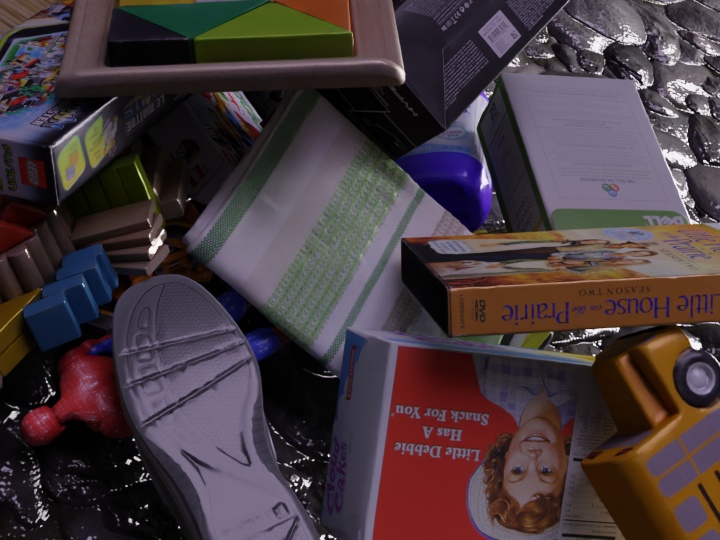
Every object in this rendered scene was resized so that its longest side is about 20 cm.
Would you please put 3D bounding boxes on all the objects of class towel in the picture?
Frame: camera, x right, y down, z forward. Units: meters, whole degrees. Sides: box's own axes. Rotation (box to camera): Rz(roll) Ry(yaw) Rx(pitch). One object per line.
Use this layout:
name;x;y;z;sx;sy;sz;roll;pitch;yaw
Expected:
towel;0.000;0.000;0.933;0.200;0.031;0.150;42;52;-13

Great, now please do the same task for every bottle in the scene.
bottle;0.057;-0.102;1.142;0.083;0.066;0.201;-7;38;13

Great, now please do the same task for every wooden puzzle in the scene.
wooden puzzle;-0.073;-0.150;0.882;0.183;0.038;0.201;-3;30;-2

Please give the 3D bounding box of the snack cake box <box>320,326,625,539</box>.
snack cake box;0.085;0.103;0.884;0.198;0.116;0.067;8;2;-23

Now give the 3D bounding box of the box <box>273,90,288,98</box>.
box;-0.037;-0.233;1.175;0.148;0.125;0.200;39;28;15

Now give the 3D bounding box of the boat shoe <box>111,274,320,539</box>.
boat shoe;-0.076;0.098;0.807;0.074;0.065;0.203;-20;69;-22

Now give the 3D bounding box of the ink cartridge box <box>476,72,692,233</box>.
ink cartridge box;0.152;-0.038;1.024;0.103;0.060;0.201;1;50;-19

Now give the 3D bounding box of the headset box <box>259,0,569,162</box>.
headset box;0.030;-0.135;1.018;0.075;0.200;0.149;47;65;-9

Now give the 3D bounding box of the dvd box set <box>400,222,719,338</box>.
dvd box set;0.131;0.003;0.870;0.198;0.030;0.146;-3;12;-7

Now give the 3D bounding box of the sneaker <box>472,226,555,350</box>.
sneaker;0.105;-0.008;1.065;0.084;0.075;0.201;26;38;0

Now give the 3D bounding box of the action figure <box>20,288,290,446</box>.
action figure;-0.106;0.055;0.878;0.199;0.052;0.066;-21;66;-42

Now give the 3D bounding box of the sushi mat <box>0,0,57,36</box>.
sushi mat;-0.187;-0.168;1.006;0.199;0.012;0.096;33;63;23

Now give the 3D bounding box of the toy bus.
toy bus;0.185;0.131;0.836;0.078;0.065;0.201;-33;92;-18

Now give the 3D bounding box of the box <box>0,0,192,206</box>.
box;-0.164;-0.103;0.878;0.109;0.035;0.200;11;32;19

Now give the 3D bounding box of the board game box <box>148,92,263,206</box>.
board game box;-0.109;-0.107;1.042;0.126;0.035;0.201;26;25;-56

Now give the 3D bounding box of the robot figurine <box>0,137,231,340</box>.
robot figurine;-0.167;-0.041;0.954;0.200;0.058;0.144;44;43;20

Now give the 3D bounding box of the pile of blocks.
pile of blocks;-0.157;-0.018;0.825;0.081;0.063;0.201;1;39;30
